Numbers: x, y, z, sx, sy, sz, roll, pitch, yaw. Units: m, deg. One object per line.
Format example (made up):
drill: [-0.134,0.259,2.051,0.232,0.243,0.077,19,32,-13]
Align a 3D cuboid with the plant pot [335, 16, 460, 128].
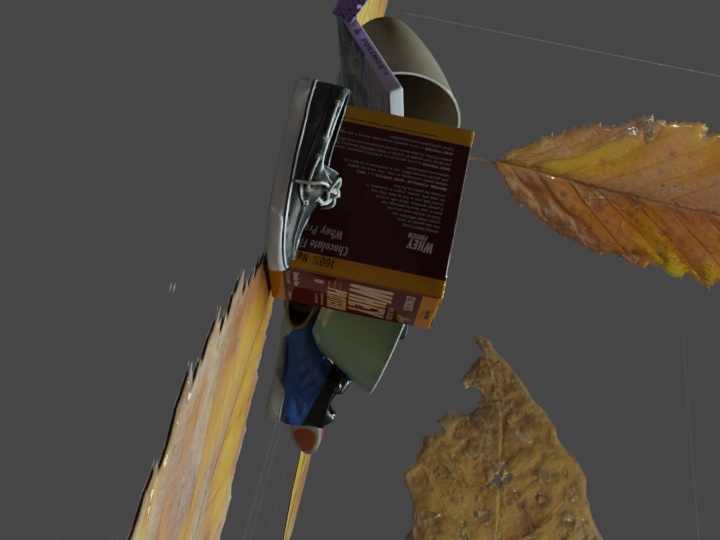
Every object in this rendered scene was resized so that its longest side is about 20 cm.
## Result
plant pot: [0.042,-0.275,1.584,0.188,0.185,0.201,100,-11,-46]

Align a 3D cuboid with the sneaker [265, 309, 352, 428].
sneaker: [-0.060,0.119,1.491,0.077,0.110,0.202,33,68,-88]

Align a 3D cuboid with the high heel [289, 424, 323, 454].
high heel: [-0.090,0.248,2.019,0.096,0.067,0.202,-59,150,-51]

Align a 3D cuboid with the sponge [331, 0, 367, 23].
sponge: [0.028,-0.372,1.245,0.112,0.030,0.200,-64,-169,-17]

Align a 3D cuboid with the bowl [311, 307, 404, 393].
bowl: [0.004,0.048,1.414,0.201,0.104,0.203,-157,-90,-89]

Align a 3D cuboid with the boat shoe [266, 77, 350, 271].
boat shoe: [-0.052,-0.095,1.118,0.074,0.067,0.202,60,42,-87]

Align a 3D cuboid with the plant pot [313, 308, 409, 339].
plant pot: [0.000,0.000,1.602,0.200,0.175,0.202,-73,175,-66]

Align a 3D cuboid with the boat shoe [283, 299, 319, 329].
boat shoe: [-0.059,-0.018,1.370,0.065,0.071,0.202,-77,-177,-60]

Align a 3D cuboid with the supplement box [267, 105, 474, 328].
supplement box: [0.011,-0.062,1.233,0.133,0.195,0.202,97,4,-73]

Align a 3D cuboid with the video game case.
video game case: [0.016,-0.204,1.379,0.201,0.023,0.183,84,-17,-48]
